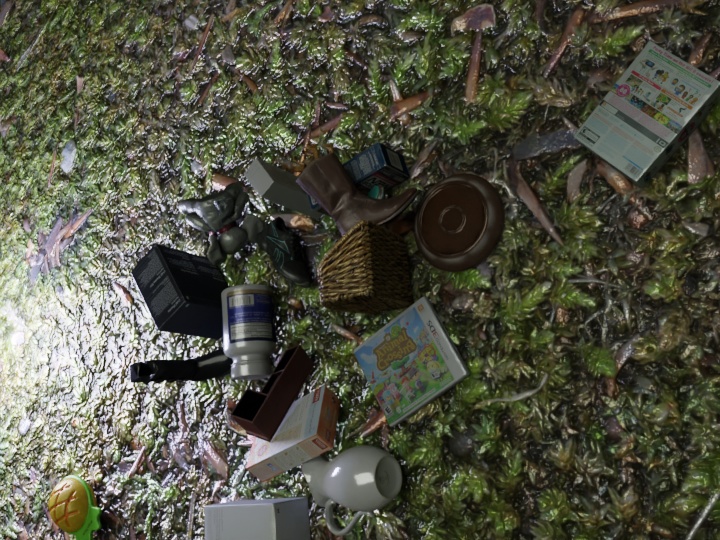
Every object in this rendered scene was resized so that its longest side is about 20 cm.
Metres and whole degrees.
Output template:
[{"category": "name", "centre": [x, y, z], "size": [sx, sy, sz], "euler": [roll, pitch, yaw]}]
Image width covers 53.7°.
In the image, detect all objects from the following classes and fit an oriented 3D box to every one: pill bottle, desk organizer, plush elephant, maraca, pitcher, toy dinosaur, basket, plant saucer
[{"category": "pill bottle", "centre": [-0.250, 0.141, 1.600], "size": [0.119, 0.120, 0.201], "euler": [-14, 73, 31]}, {"category": "desk organizer", "centre": [-0.183, 0.250, 1.504], "size": [0.072, 0.077, 0.200], "euler": [9, 56, 35]}, {"category": "plush elephant", "centre": [-0.322, -0.108, 1.694], "size": [0.200, 0.164, 0.155], "euler": [31, 141, 66]}, {"category": "maraca", "centre": [-0.735, 0.620, 1.843], "size": [0.200, 0.107, 0.137], "euler": [34, 99, 34]}, {"category": "pitcher", "centre": [-0.011, 0.433, 1.393], "size": [0.200, 0.121, 0.172], "euler": [-18, 86, 42]}, {"category": "toy dinosaur", "centre": [-0.079, -0.207, 1.481], "size": [0.200, 0.060, 0.107], "euler": [31, 130, 31]}, {"category": "basket", "centre": [0.000, 0.000, 1.407], "size": [0.142, 0.200, 0.150], "euler": [-12, 76, 27]}, {"category": "plant saucer", "centre": [0.186, -0.098, 1.406], "size": [0.200, 0.032, 0.201], "euler": [-8, 75, 33]}]

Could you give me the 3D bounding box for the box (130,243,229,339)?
[{"category": "box", "centre": [-0.406, 0.054, 1.674], "size": [0.104, 0.200, 0.182], "euler": [-45, 59, 17]}]

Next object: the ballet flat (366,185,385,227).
[{"category": "ballet flat", "centre": [0.013, -0.084, 1.500], "size": [0.074, 0.074, 0.200], "euler": [42, 108, 33]}]

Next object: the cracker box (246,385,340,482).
[{"category": "cracker box", "centre": [-0.138, 0.341, 1.484], "size": [0.200, 0.058, 0.134], "euler": [-32, 27, 26]}]

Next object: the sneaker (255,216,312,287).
[{"category": "sneaker", "centre": [-0.165, -0.042, 1.606], "size": [0.079, 0.075, 0.200], "euler": [-50, 58, 13]}]

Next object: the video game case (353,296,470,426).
[{"category": "video game case", "centre": [0.096, 0.181, 1.416], "size": [0.200, 0.022, 0.182], "euler": [-39, 61, 22]}]

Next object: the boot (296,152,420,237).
[{"category": "boot", "centre": [-0.006, -0.171, 1.419], "size": [0.186, 0.064, 0.200], "euler": [-38, 87, -5]}]

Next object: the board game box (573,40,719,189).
[{"category": "board game box", "centre": [0.488, -0.264, 1.212], "size": [0.148, 0.064, 0.200], "euler": [47, 109, 30]}]

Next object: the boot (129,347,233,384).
[{"category": "boot", "centre": [-0.405, 0.218, 1.640], "size": [0.165, 0.200, 0.066], "euler": [-28, 66, 27]}]

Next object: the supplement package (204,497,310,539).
[{"category": "supplement package", "centre": [-0.218, 0.547, 1.500], "size": [0.199, 0.117, 0.118], "euler": [-14, 73, 32]}]

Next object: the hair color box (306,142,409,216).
[{"category": "hair color box", "centre": [-0.007, -0.187, 1.511], "size": [0.200, 0.100, 0.061], "euler": [-27, 67, 28]}]

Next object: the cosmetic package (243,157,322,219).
[{"category": "cosmetic package", "centre": [-0.157, -0.174, 1.550], "size": [0.051, 0.200, 0.083], "euler": [-49, 58, 15]}]
